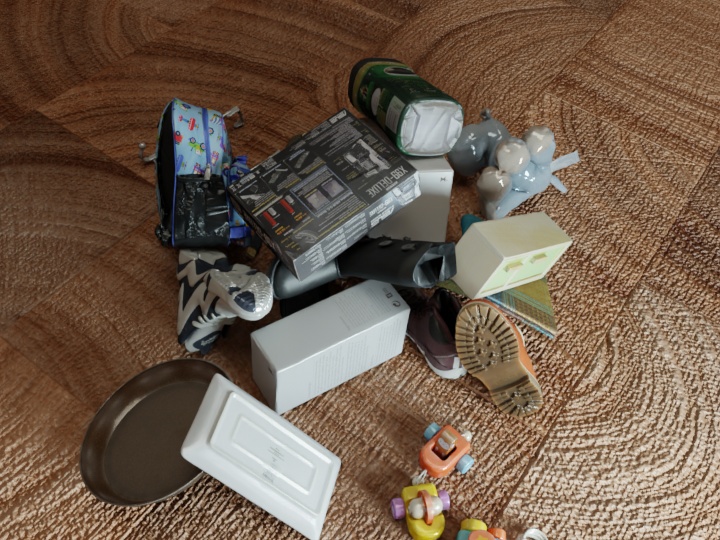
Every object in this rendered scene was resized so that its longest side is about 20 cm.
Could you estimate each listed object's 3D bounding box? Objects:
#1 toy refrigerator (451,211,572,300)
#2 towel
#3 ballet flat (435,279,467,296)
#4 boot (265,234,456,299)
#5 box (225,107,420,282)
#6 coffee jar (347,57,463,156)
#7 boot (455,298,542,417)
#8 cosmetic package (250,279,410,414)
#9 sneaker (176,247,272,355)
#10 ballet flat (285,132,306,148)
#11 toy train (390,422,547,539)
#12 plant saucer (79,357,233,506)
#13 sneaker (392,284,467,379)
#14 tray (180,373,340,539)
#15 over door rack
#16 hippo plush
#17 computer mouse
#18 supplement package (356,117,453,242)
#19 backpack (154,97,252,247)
[{"bbox_3d":[0.202,-0.021,1.018,0.199,0.076,0.070,-11,53,-50],"label":"toy refrigerator"},{"bbox_3d":[0.206,0.002,1.083,0.145,0.022,0.201,27,32,-12],"label":"towel"},{"bbox_3d":[0.131,-0.007,1.115,0.197,0.071,0.071,13,49,5],"label":"ballet flat"},{"bbox_3d":[0.001,-0.001,0.962,0.198,0.066,0.164,13,36,38],"label":"boot"},{"bbox_3d":[-0.046,-0.102,0.969,0.199,0.050,0.158,-37,59,-16],"label":"box"},{"bbox_3d":[0.058,-0.240,1.099,0.103,0.086,0.200,-3,33,-25],"label":"coffee jar"},{"bbox_3d":[0.169,0.088,0.971,0.074,0.201,0.108,-19,41,18],"label":"boot"},{"bbox_3d":[-0.039,0.094,0.988,0.198,0.102,0.071,-24,55,-25],"label":"cosmetic package"},{"bbox_3d":[-0.180,0.058,0.979,0.079,0.132,0.198,-7,22,-43],"label":"sneaker"},{"bbox_3d":[-0.101,-0.163,1.205,0.067,0.046,0.201,36,40,-10],"label":"ballet flat"},{"bbox_3d":[0.123,0.267,0.889,0.149,0.056,0.200,-30,58,-27],"label":"toy train"},{"bbox_3d":[-0.232,0.191,0.895,0.197,0.032,0.202,-13,42,12],"label":"plant saucer"},{"bbox_3d":[0.085,0.043,1.032,0.075,0.116,0.200,-32,60,-25],"label":"sneaker"},{"bbox_3d":[-0.101,0.209,0.860,0.199,0.022,0.108,40,46,-22],"label":"tray"},{"bbox_3d":[-0.239,-0.195,1.234,0.199,0.067,0.148,-29,59,-27],"label":"over door rack"},{"bbox_3d":[0.230,-0.198,1.226,0.198,0.160,0.161,-25,57,-24],"label":"hippo plush"},{"bbox_3d":[-0.104,-0.015,1.105,0.138,0.046,0.202,6,52,6],"label":"computer mouse"},{"bbox_3d":[0.048,-0.134,1.128,0.118,0.123,0.201,-3,32,-11],"label":"supplement package"},{"bbox_3d":[-0.221,-0.135,1.070,0.132,0.182,0.203,-1,93,-13],"label":"backpack"}]
